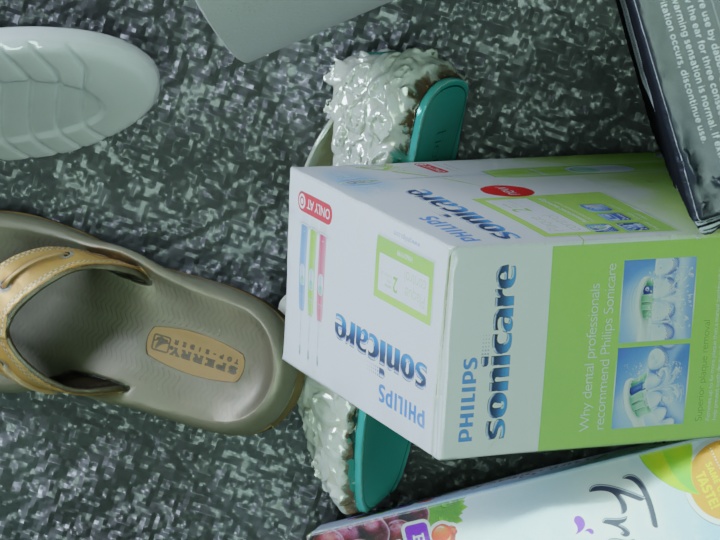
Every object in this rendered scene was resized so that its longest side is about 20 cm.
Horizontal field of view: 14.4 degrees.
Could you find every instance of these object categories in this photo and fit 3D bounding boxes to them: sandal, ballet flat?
[{"bbox_3d":[-0.185,-0.080,1.182,0.202,0.082,0.050,-8,60,5],"label":"sandal"},{"bbox_3d":[0.000,0.000,1.202,0.072,0.072,0.200,10,101,-2],"label":"ballet flat"},{"bbox_3d":[-0.121,0.024,1.190,0.200,0.054,0.080,14,100,17],"label":"sandal"}]

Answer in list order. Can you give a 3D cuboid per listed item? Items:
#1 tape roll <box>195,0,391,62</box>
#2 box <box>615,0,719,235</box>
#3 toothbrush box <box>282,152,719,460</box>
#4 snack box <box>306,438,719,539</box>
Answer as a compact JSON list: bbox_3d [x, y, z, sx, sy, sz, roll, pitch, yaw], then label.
[{"bbox_3d":[-0.020,-0.196,1.076,0.139,0.203,0.203,-22,102,6],"label":"tape roll"},{"bbox_3d":[0.198,-0.117,1.092,0.196,0.200,0.124,-16,102,4],"label":"box"},{"bbox_3d":[0.089,0.009,1.117,0.200,0.146,0.086,-4,105,-24],"label":"toothbrush box"},{"bbox_3d":[0.090,0.154,1.200,0.200,0.053,0.142,-14,88,5],"label":"snack box"}]
